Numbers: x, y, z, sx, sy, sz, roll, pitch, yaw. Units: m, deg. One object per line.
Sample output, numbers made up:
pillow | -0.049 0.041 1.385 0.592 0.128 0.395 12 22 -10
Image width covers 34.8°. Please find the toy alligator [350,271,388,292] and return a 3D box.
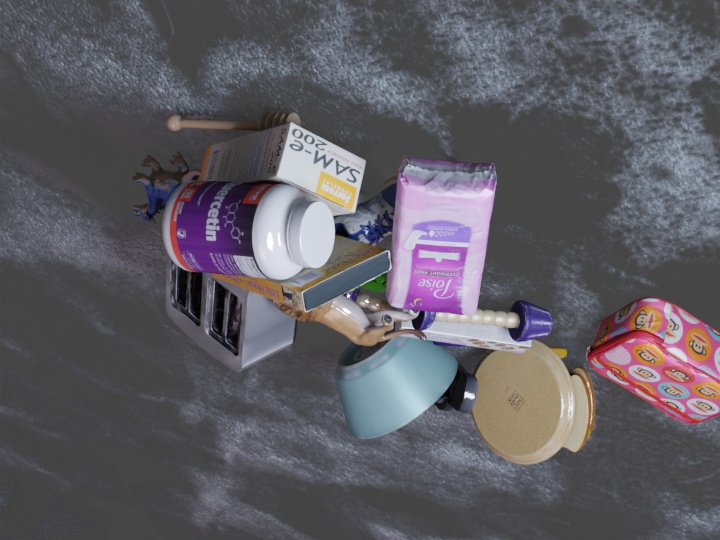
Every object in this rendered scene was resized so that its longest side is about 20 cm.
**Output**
toy alligator | 0.000 0.000 1.661 0.197 0.059 0.055 5 106 27

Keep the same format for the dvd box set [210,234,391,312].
dvd box set | -0.078 -0.009 1.449 0.199 0.145 0.030 17 124 46

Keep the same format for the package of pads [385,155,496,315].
package of pads | 0.098 -0.043 1.425 0.119 0.076 0.202 6 127 1

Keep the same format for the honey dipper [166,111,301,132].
honey dipper | -0.169 -0.187 1.488 0.197 0.038 0.038 4 146 28

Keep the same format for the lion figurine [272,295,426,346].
lion figurine | -0.019 0.057 1.514 0.199 0.073 0.122 37 136 -12

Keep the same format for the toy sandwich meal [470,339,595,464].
toy sandwich meal | 0.254 0.191 1.705 0.203 0.209 0.070 -6 176 40

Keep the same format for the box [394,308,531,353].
box | 0.148 0.083 1.641 0.197 0.042 0.039 8 159 -12

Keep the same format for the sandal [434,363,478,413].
sandal | 0.137 0.178 1.783 0.042 0.077 0.200 13 173 -8

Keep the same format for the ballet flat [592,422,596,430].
ballet flat | 0.272 0.203 1.774 0.198 0.073 0.068 2 139 30

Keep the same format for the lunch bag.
lunch bag | 0.413 0.127 1.559 0.198 0.083 0.176 30 153 -10

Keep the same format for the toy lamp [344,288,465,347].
toy lamp | 0.068 0.067 1.713 0.197 0.059 0.058 18 150 11

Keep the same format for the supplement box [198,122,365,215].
supplement box | -0.104 -0.119 1.466 0.125 0.075 0.199 23 163 -35

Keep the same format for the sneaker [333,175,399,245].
sneaker | 0.027 -0.063 1.504 0.198 0.089 0.075 -13 133 43

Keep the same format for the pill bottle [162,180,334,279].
pill bottle | -0.134 -0.049 1.380 0.198 0.113 0.113 4 145 30

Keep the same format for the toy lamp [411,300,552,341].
toy lamp | 0.169 0.065 1.572 0.197 0.059 0.058 7 154 -18

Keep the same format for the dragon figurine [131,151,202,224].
dragon figurine | -0.260 -0.114 1.645 0.198 0.059 0.100 0 143 35

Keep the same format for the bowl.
bowl | 0.040 0.153 1.765 0.200 0.201 0.106 -17 112 48

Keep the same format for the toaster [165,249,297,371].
toaster | -0.179 0.024 1.627 0.180 0.118 0.202 35 133 30
